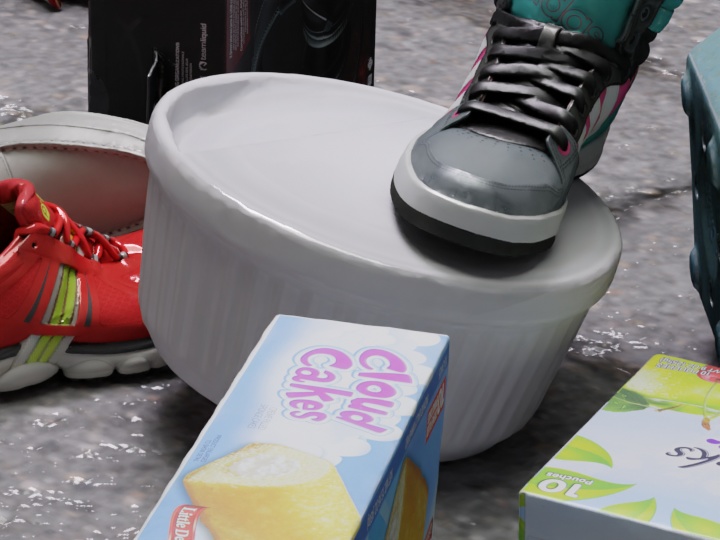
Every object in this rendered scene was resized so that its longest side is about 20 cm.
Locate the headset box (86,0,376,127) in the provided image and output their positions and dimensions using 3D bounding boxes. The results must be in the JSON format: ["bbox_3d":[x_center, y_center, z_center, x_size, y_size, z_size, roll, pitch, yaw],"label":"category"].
[{"bbox_3d":[-0.063,-0.100,1.438,0.077,0.149,0.200,10,23,20],"label":"headset box"}]

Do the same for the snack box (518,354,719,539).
[{"bbox_3d":[0.175,0.098,1.109,0.199,0.053,0.142,12,26,23],"label":"snack box"}]

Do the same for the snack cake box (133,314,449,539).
[{"bbox_3d":[-0.024,0.107,0.990,0.067,0.115,0.200,7,24,10],"label":"snack cake box"}]

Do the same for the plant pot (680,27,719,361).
[{"bbox_3d":[0.241,-0.030,1.262,0.199,0.197,0.196,-6,23,0],"label":"plant pot"}]

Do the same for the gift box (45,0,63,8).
[{"bbox_3d":[-0.120,-0.260,1.776,0.200,0.185,0.187,11,21,35],"label":"gift box"}]

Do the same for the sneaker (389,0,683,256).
[{"bbox_3d":[0.076,-0.086,1.202,0.083,0.121,0.200,20,23,8],"label":"sneaker"}]

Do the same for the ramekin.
[{"bbox_3d":[0.000,0.000,1.233,0.202,0.094,0.202,14,23,-6],"label":"ramekin"}]

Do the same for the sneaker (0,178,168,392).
[{"bbox_3d":[-0.133,0.000,1.274,0.200,0.085,0.077,-14,28,-35],"label":"sneaker"}]

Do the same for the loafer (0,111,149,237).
[{"bbox_3d":[-0.176,-0.026,1.346,0.199,0.070,0.070,-9,23,12],"label":"loafer"}]
